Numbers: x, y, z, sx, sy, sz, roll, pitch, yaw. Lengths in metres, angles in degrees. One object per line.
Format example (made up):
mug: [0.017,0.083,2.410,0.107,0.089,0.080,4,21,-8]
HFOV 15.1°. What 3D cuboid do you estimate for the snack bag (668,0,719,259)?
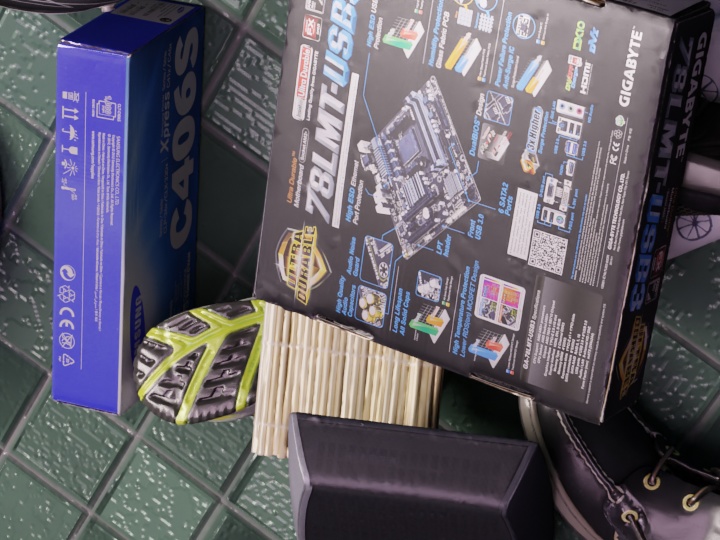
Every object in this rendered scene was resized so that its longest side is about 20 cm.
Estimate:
snack bag: [0.138,-0.106,1.327,0.188,0.021,0.200,-23,99,29]

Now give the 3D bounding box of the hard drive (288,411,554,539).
hard drive: [0.030,0.132,1.374,0.134,0.042,0.200,7,155,7]

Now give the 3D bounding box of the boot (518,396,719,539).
boot: [0.185,0.110,1.342,0.154,0.073,0.204,-23,107,44]

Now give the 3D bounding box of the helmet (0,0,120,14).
helmet: [-0.158,-0.219,1.311,0.190,0.200,0.201,15,115,20]

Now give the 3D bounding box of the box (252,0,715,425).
box: [0.052,-0.052,1.271,0.198,0.050,0.201,19,113,28]

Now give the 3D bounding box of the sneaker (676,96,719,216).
sneaker: [0.114,-0.031,1.313,0.199,0.076,0.115,8,114,25]

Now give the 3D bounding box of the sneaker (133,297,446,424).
sneaker: [-0.018,0.031,1.423,0.199,0.076,0.076,-11,85,8]

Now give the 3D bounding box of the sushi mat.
sushi mat: [0.000,0.000,1.378,0.095,0.012,0.201,5,89,7]

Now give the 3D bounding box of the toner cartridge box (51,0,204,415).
toner cartridge box: [-0.122,-0.035,1.424,0.043,0.095,0.201,12,114,19]
